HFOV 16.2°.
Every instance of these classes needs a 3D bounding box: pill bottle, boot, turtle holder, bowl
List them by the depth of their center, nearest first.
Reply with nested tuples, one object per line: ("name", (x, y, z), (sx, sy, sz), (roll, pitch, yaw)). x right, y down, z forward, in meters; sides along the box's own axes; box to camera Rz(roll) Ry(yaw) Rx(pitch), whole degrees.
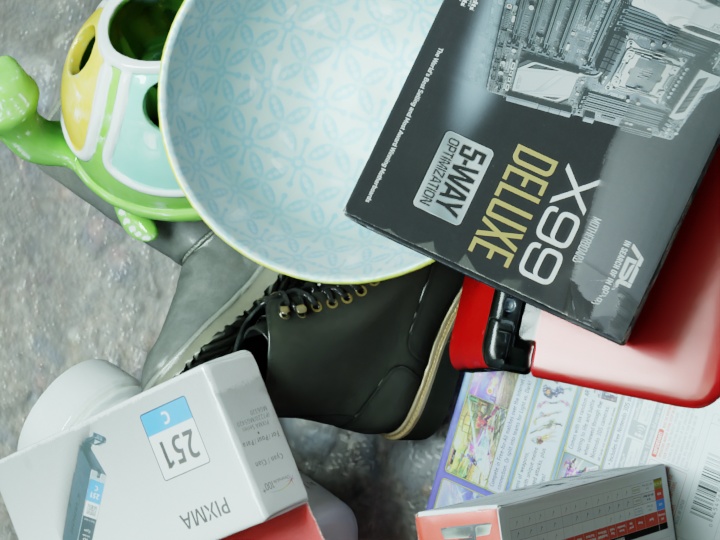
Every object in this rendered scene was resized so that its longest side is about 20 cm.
("bowl", (-0.003, -0.095, 1.397), (0.200, 0.108, 0.200), (1, 95, 9))
("boot", (0.000, 0.000, 1.451), (0.077, 0.138, 0.200), (18, 101, 53))
("turtle holder", (-0.122, -0.111, 1.495), (0.185, 0.132, 0.141), (17, 62, 17))
("pill bottle", (-0.109, 0.141, 1.548), (0.200, 0.114, 0.114), (33, 108, 27))
("boot", (-0.131, -0.025, 1.557), (0.200, 0.073, 0.182), (36, 72, 19))

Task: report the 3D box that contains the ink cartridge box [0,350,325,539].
("ink cartridge box", (-0.107, 0.159, 1.447), (0.200, 0.045, 0.176), (-26, 85, 41))

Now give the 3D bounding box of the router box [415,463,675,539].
("router box", (0.108, 0.199, 1.308), (0.049, 0.200, 0.180), (-9, 87, 31))

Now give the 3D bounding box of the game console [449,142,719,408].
("game console", (0.137, -0.032, 1.371), (0.119, 0.172, 0.200), (14, 85, -8))

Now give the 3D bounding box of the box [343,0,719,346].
("box", (0.105, -0.083, 1.292), (0.158, 0.050, 0.200), (26, 89, 9))

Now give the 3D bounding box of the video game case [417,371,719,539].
("video game case", (0.129, 0.138, 1.437), (0.181, 0.045, 0.200), (22, 103, 28))
